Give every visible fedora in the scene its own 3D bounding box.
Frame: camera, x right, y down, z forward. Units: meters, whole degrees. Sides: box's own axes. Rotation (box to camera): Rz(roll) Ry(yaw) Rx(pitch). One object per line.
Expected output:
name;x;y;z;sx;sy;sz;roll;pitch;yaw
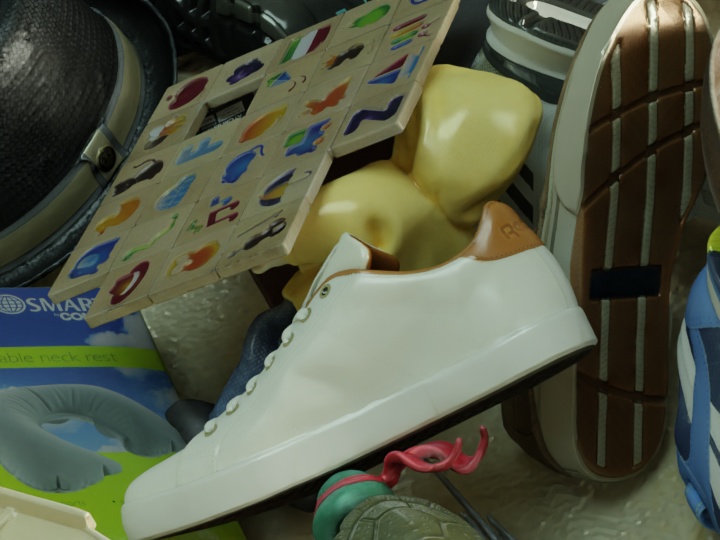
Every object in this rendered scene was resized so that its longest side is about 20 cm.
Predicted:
fedora;-0.189;-0.082;1.316;0.201;0.092;0.201;-15;51;19

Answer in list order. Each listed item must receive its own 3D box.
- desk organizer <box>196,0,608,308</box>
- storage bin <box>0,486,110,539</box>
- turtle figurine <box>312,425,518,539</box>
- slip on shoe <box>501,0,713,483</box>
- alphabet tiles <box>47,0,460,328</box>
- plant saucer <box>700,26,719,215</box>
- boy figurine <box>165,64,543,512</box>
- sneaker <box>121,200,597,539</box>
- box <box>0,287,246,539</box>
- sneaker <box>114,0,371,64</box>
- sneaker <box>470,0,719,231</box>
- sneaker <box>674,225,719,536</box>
desk organizer;0.026;-0.067;1.230;0.200;0.077;0.072;-26;39;2
storage bin;-0.143;0.168;1.000;0.199;0.200;0.094;12;53;33
turtle figurine;0.022;0.142;1.014;0.150;0.101;0.200;-23;51;-11
slip on shoe;0.096;-0.016;1.102;0.076;0.200;0.061;-1;8;-35
alphabet tiles;-0.044;-0.050;1.138;0.167;0.008;0.200;-20;28;29
plant saucer;0.200;-0.016;1.047;0.032;0.200;0.200;-43;32;36
boy figurine;0.000;0.000;1.120;0.200;0.124;0.064;-58;42;8
sneaker;-0.013;0.038;1.067;0.200;0.073;0.085;-27;82;7
box;-0.135;0.069;1.159;0.122;0.048;0.200;0;36;-26
sneaker;-0.066;-0.143;1.365;0.079;0.075;0.200;-31;45;-29
sneaker;0.134;-0.037;1.167;0.200;0.115;0.076;22;27;4
sneaker;0.164;0.080;1.039;0.074;0.082;0.200;5;58;-15
